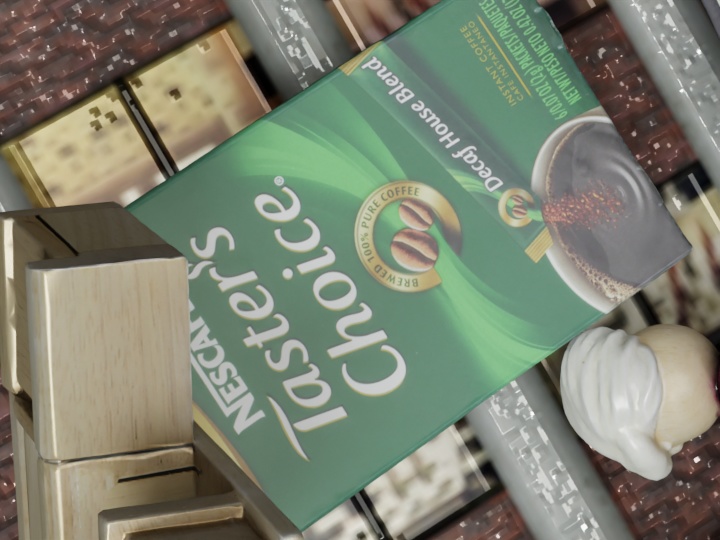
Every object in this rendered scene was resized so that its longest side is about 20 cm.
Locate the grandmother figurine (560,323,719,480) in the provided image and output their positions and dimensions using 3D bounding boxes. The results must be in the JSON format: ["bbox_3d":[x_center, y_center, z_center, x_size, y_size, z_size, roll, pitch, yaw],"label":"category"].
[{"bbox_3d":[0.165,0.035,0.830,0.199,0.122,0.061,-5,42,13],"label":"grandmother figurine"}]

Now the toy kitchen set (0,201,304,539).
[{"bbox_3d":[-0.121,0.102,0.683,0.180,0.163,0.201,-6,105,-19],"label":"toy kitchen set"}]

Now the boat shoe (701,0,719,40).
[{"bbox_3d":[0.164,-0.047,0.887,0.063,0.073,0.201,-16,93,26],"label":"boat shoe"}]

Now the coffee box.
[{"bbox_3d":[0.000,0.000,0.829,0.200,0.044,0.123,-33,92,-18],"label":"coffee box"}]
